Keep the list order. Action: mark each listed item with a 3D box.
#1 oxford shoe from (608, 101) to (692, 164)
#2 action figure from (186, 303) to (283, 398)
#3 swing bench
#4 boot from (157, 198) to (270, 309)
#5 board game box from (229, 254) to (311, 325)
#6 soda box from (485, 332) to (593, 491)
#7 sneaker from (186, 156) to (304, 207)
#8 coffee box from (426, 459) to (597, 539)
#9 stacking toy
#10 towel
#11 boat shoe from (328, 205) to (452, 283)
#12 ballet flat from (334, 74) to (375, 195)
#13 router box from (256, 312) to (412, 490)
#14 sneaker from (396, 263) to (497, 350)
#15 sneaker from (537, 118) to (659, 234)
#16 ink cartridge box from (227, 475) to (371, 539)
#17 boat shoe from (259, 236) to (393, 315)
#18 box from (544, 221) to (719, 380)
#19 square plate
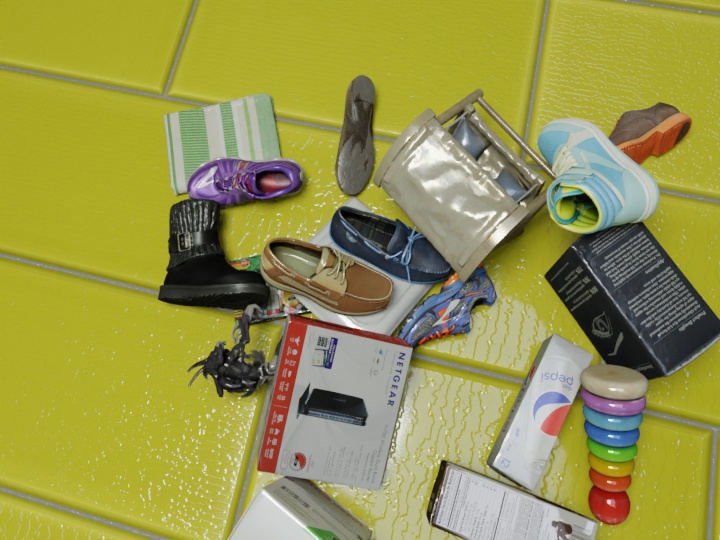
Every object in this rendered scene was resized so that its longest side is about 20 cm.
[{"bbox_3d":[0.417,-0.202,0.889,0.194,0.072,0.074,-25,54,-7],"label":"oxford shoe"},{"bbox_3d":[-0.149,0.123,0.815,0.192,0.122,0.104,0,40,-15],"label":"action figure"},{"bbox_3d":[0.157,-0.128,0.806,0.200,0.131,0.198,48,46,13],"label":"swing bench"},{"bbox_3d":[-0.223,-0.030,0.864,0.203,0.079,0.164,1,75,22],"label":"boot"},{"bbox_3d":[-0.109,0.019,0.890,0.192,0.024,0.109,-12,72,2],"label":"board game box"},{"bbox_3d":[0.249,0.196,0.787,0.062,0.068,0.204,27,78,11],"label":"soda box"},{"bbox_3d":[-0.187,-0.145,0.898,0.192,0.084,0.084,-9,103,3],"label":"sneaker"},{"bbox_3d":[0.189,0.323,0.734,0.193,0.113,0.082,18,76,10],"label":"coffee box"},{"bbox_3d":[0.328,0.236,0.741,0.082,0.085,0.209,0,99,5],"label":"stacking toy"},{"bbox_3d":[-0.236,-0.218,0.966,0.192,0.023,0.158,-12,75,0],"label":"towel"},{"bbox_3d":[0.046,-0.036,0.823,0.192,0.069,0.087,14,60,-2],"label":"boat shoe"},{"bbox_3d":[-0.010,-0.223,0.939,0.065,0.046,0.209,9,79,-25],"label":"ballet flat"},{"bbox_3d":[-0.036,0.179,0.766,0.173,0.049,0.208,12,95,-12],"label":"router box"},{"bbox_3d":[0.125,0.070,0.831,0.199,0.075,0.079,-42,78,-5],"label":"sneaker"},{"bbox_3d":[0.271,-0.126,0.728,0.127,0.082,0.201,-17,45,-21],"label":"sneaker"},{"bbox_3d":[-0.068,0.340,0.708,0.144,0.200,0.085,33,82,13],"label":"ink cartridge box"},{"bbox_3d":[-0.048,0.006,0.783,0.192,0.075,0.078,13,61,-2],"label":"boat shoe"},{"bbox_3d":[0.367,0.041,0.778,0.102,0.148,0.203,-31,75,-5],"label":"box"},{"bbox_3d":[0.000,0.000,0.853,0.197,0.029,0.200,40,63,12],"label":"square plate"}]
